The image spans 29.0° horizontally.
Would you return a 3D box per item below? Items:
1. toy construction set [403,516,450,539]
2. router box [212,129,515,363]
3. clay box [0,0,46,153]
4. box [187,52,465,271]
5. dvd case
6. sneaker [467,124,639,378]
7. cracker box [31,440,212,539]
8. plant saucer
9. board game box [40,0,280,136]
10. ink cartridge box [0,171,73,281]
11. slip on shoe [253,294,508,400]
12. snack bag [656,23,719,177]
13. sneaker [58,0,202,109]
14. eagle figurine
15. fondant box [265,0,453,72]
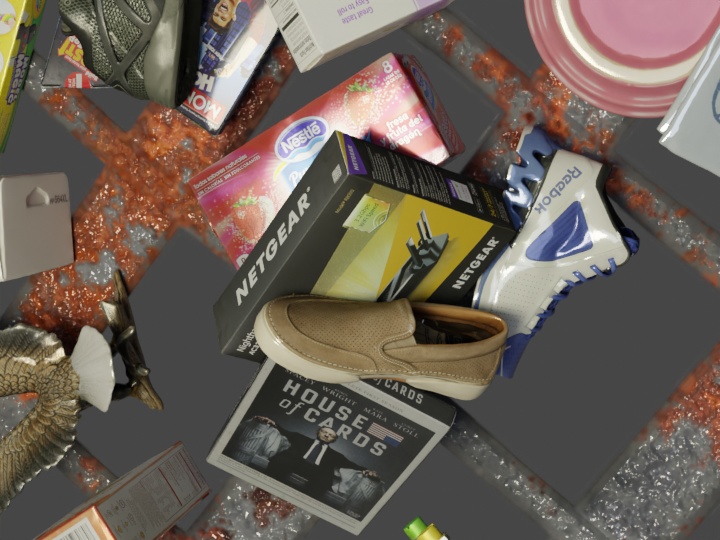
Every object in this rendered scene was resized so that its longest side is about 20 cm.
[{"bbox_3d":[0.008,0.277,1.148,0.198,0.131,0.093,-27,91,14],"label":"toy construction set"},{"bbox_3d":[0.000,0.000,1.079,0.156,0.053,0.201,16,129,-29],"label":"router box"},{"bbox_3d":[-0.337,-0.214,1.198,0.114,0.048,0.203,21,100,9],"label":"clay box"},{"bbox_3d":[-0.025,-0.084,1.121,0.198,0.100,0.096,-30,90,15],"label":"box"},{"bbox_3d":[-0.029,0.133,1.119,0.149,0.025,0.201,27,140,-5],"label":"dvd case"},{"bbox_3d":[0.157,-0.004,1.104,0.114,0.081,0.202,16,99,12],"label":"sneaker"},{"bbox_3d":[-0.218,0.219,1.153,0.133,0.200,0.058,-33,89,14],"label":"cracker box"},{"bbox_3d":[0.223,-0.219,1.076,0.197,0.051,0.204,2,97,12],"label":"plant saucer"},{"bbox_3d":[-0.167,-0.209,1.155,0.199,0.062,0.201,35,104,5],"label":"board game box"},{"bbox_3d":[-0.361,-0.033,1.177,0.197,0.146,0.086,-3,96,13],"label":"ink cartridge box"},{"bbox_3d":[0.019,0.047,1.032,0.198,0.077,0.061,15,129,-22],"label":"slip on shoe"},{"bbox_3d":[0.351,-0.135,1.053,0.198,0.021,0.190,27,102,-12],"label":"snack bag"},{"bbox_3d":[-0.176,-0.234,1.075,0.113,0.076,0.202,14,114,7],"label":"sneaker"},{"bbox_3d":[-0.273,0.109,1.181,0.197,0.152,0.152,-19,126,-8],"label":"eagle figurine"},{"bbox_3d":[-0.023,-0.276,1.080,0.143,0.058,0.202,-27,93,-23],"label":"fondant box"}]
